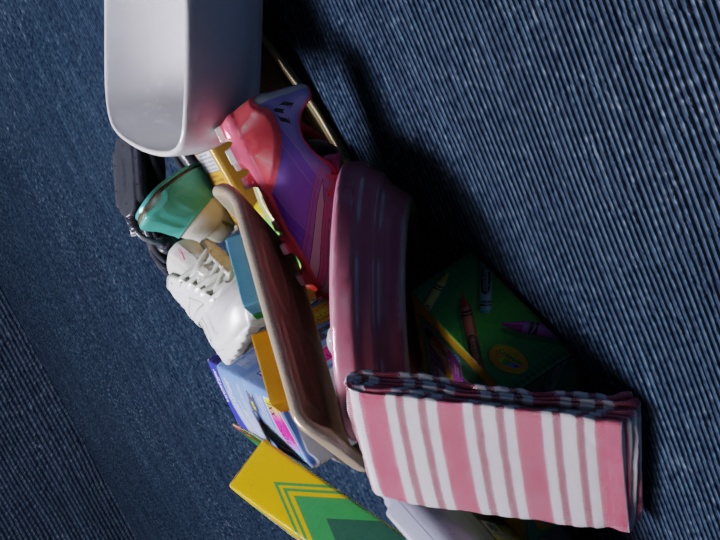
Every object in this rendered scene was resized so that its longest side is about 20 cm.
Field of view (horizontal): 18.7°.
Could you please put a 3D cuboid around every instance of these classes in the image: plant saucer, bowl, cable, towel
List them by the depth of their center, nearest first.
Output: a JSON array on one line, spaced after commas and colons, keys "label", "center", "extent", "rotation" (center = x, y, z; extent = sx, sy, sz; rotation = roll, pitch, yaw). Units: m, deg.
[{"label": "towel", "center": [0.093, 0.121, 1.493], "extent": [0.199, 0.030, 0.147], "rotation": [6, 144, 13]}, {"label": "plant saucer", "center": [0.015, 0.021, 1.568], "extent": [0.201, 0.051, 0.201], "rotation": [-1, -90, -82]}, {"label": "bowl", "center": [-0.129, -0.188, 1.618], "extent": [0.200, 0.074, 0.200], "rotation": [-156, 66, -63]}, {"label": "cable", "center": [-0.170, -0.098, 1.960], "extent": [0.163, 0.051, 0.201], "rotation": [31, -131, -65]}]

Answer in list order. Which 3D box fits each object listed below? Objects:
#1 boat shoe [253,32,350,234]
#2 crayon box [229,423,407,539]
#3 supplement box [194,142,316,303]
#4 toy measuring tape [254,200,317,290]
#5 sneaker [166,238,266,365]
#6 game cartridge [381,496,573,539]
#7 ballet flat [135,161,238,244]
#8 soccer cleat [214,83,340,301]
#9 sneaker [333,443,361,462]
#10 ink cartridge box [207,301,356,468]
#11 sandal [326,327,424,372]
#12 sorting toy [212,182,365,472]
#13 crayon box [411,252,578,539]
[{"label": "boat shoe", "center": [-0.054, -0.091, 1.668], "extent": [0.200, 0.073, 0.063], "rotation": [59, 167, -1]}, {"label": "crayon box", "center": [-0.021, 0.208, 1.772], "extent": [0.200, 0.051, 0.127], "rotation": [31, 171, 34]}, {"label": "supplement box", "center": [-0.079, -0.069, 1.802], "extent": [0.200, 0.066, 0.069], "rotation": [60, 164, -6]}, {"label": "toy measuring tape", "center": [0.000, 0.000, 1.727], "extent": [0.200, 0.074, 0.074], "rotation": [34, 158, 15]}, {"label": "sneaker", "center": [-0.120, 0.018, 1.794], "extent": [0.099, 0.078, 0.200], "rotation": [46, 169, -8]}, {"label": "game cartridge", "center": [0.112, 0.212, 1.629], "extent": [0.200, 0.041, 0.133], "rotation": [19, -154, -51]}, {"label": "ballet flat", "center": [-0.129, -0.059, 1.867], "extent": [0.070, 0.067, 0.200], "rotation": [42, -161, 0]}, {"label": "soccer cleat", "center": [-0.034, -0.052, 1.587], "extent": [0.200, 0.076, 0.067], "rotation": [59, -176, -42]}, {"label": "sneaker", "center": [0.029, 0.161, 1.871], "extent": [0.099, 0.078, 0.200], "rotation": [50, 172, -13]}, {"label": "ink cartridge box", "center": [-0.038, 0.083, 1.829], "extent": [0.076, 0.136, 0.200], "rotation": [64, 163, -16]}, {"label": "sandal", "center": [0.059, 0.097, 1.723], "extent": [0.203, 0.050, 0.082], "rotation": [46, 150, -24]}, {"label": "sorting toy", "center": [-0.054, 0.048, 1.595], "extent": [0.185, 0.036, 0.200], "rotation": [52, -164, -73]}, {"label": "crayon box", "center": [0.101, 0.095, 1.578], "extent": [0.119, 0.058, 0.200], "rotation": [47, 160, 34]}]
